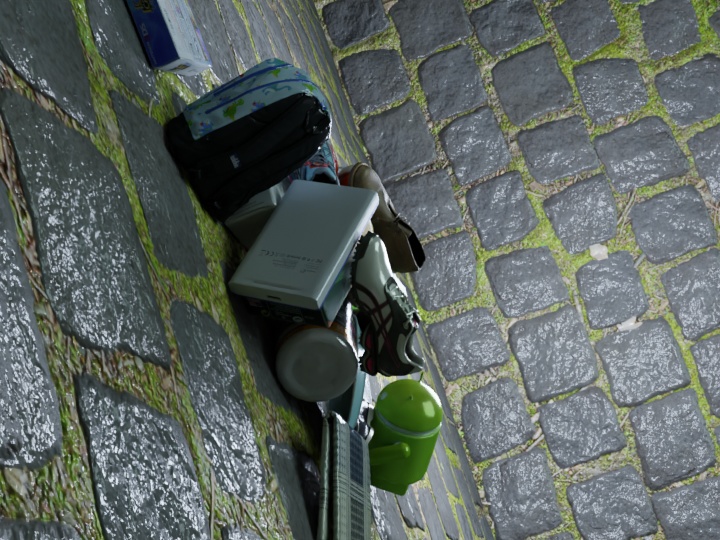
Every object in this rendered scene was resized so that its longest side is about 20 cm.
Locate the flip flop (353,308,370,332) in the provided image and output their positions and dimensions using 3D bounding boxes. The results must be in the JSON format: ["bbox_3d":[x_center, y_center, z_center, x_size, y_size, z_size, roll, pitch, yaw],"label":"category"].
[{"bbox_3d":[0.012,0.080,1.667,0.199,0.057,0.083,-15,-85,64],"label":"flip flop"}]

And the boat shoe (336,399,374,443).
[{"bbox_3d":[-0.021,0.244,1.703,0.062,0.073,0.200,37,14,-7],"label":"boat shoe"}]

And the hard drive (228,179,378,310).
[{"bbox_3d":[-0.072,-0.037,1.439,0.026,0.130,0.202,74,34,-44],"label":"hard drive"}]

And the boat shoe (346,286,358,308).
[{"bbox_3d":[0.000,0.000,1.570,0.076,0.072,0.200,47,8,-2],"label":"boat shoe"}]

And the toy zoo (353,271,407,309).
[{"bbox_3d":[-0.023,0.011,1.705,0.200,0.129,0.021,49,22,-49],"label":"toy zoo"}]

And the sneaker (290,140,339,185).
[{"bbox_3d":[-0.059,-0.143,1.596,0.096,0.078,0.203,118,-44,-70],"label":"sneaker"}]

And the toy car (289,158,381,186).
[{"bbox_3d":[-0.064,-0.109,1.759,0.151,0.196,0.177,60,32,-43],"label":"toy car"}]

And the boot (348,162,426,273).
[{"bbox_3d":[0.045,-0.081,1.692,0.074,0.075,0.202,-48,127,-32],"label":"boot"}]

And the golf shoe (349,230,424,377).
[{"bbox_3d":[0.039,0.045,1.460,0.077,0.087,0.204,-39,126,-55],"label":"golf shoe"}]

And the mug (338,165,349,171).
[{"bbox_3d":[-0.042,-0.092,1.925,0.177,0.145,0.201,62,-39,30],"label":"mug"}]

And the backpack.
[{"bbox_3d":[-0.136,-0.185,1.443,0.164,0.197,0.155,60,11,-45],"label":"backpack"}]

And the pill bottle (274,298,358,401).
[{"bbox_3d":[-0.065,0.082,1.552,0.201,0.114,0.118,-98,165,-58],"label":"pill bottle"}]

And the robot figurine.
[{"bbox_3d":[0.069,0.266,1.797,0.176,0.114,0.203,-58,165,-61],"label":"robot figurine"}]

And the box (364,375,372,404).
[{"bbox_3d":[-0.040,0.134,1.841,0.163,0.048,0.202,-95,162,-52],"label":"box"}]

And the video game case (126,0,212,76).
[{"bbox_3d":[-0.277,-0.371,1.501,0.181,0.045,0.203,-46,115,-80],"label":"video game case"}]

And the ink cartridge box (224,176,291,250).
[{"bbox_3d":[-0.156,-0.134,1.598,0.146,0.083,0.203,55,18,-61],"label":"ink cartridge box"}]

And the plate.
[{"bbox_3d":[-0.017,0.166,1.613,0.200,0.025,0.205,-171,-90,-81],"label":"plate"}]

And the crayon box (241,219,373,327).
[{"bbox_3d":[-0.062,-0.019,1.477,0.202,0.125,0.051,-61,146,-36],"label":"crayon box"}]

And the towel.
[{"bbox_3d":[-0.020,0.309,1.476,0.193,0.034,0.204,57,30,-66],"label":"towel"}]
